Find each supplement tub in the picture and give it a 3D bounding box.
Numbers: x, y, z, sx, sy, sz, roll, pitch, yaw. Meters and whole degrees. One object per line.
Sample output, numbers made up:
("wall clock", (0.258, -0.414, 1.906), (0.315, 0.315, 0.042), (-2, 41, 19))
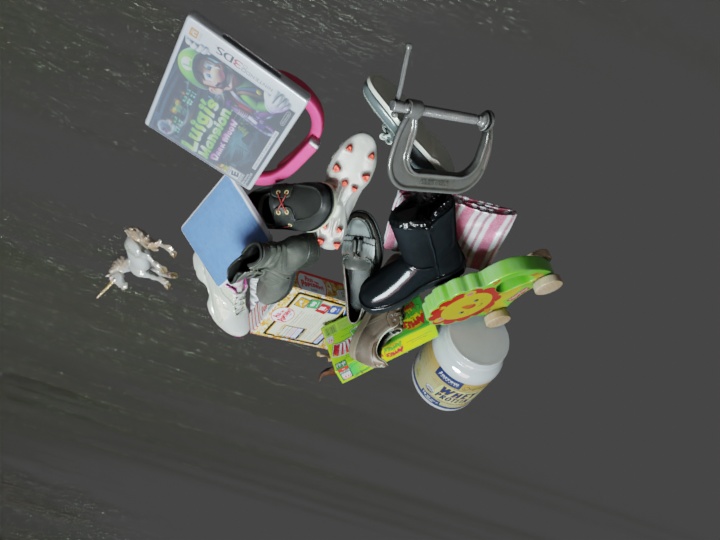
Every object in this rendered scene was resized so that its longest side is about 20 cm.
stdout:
("supplement tub", (0.191, 0.170, 1.113), (0.141, 0.147, 0.202), (15, 144, -5))

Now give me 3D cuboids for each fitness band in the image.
("fitness band", (-0.141, -0.205, 0.849), (0.142, 0.038, 0.198), (35, 134, -25))

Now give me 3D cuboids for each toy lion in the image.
("toy lion", (0.207, 0.036, 0.965), (0.188, 0.070, 0.200), (4, 148, -36))

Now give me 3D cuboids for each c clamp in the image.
("c clamp", (0.110, -0.180, 0.757), (0.196, 0.027, 0.175), (4, 116, -35))

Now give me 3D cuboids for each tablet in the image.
("tablet", (-0.228, -0.062, 0.965), (0.199, 0.014, 0.132), (-33, 91, 44))

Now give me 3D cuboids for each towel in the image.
("towel", (0.142, -0.063, 0.952), (0.194, 0.030, 0.148), (13, 141, -2))

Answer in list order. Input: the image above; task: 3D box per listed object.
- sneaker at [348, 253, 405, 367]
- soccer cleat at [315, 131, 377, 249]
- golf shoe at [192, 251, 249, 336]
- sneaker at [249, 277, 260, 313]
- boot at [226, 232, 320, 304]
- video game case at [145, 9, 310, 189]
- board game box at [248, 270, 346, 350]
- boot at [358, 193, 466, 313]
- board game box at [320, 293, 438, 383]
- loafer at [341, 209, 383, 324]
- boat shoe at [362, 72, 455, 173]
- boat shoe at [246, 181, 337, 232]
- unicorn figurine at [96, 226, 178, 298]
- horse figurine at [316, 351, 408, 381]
("sneaker", (0.052, 0.073, 1.004), (0.074, 0.204, 0.070), (20, 170, 24))
("soccer cleat", (-0.028, -0.127, 0.894), (0.068, 0.078, 0.203), (16, 120, -10))
("golf shoe", (-0.247, 0.044, 1.085), (0.090, 0.075, 0.204), (7, 127, 40))
("sneaker", (-0.170, 0.028, 1.102), (0.086, 0.082, 0.202), (-1, 145, -13))
("boot", (-0.162, 0.000, 0.926), (0.128, 0.069, 0.200), (-10, 158, -39))
("video game case", (-0.190, -0.224, 0.801), (0.179, 0.024, 0.200), (31, 136, -17))
("board game box", (-0.092, 0.080, 1.098), (0.197, 0.047, 0.151), (18, 131, -36))
("boot", (0.067, -0.030, 0.902), (0.196, 0.078, 0.170), (-22, 138, 5))
("board game box", (0.034, 0.114, 1.063), (0.196, 0.103, 0.048), (-26, 139, 0))
("loafer", (0.000, 0.000, 0.991), (0.070, 0.063, 0.205), (8, 122, 14))
("boat shoe", (0.058, -0.184, 0.799), (0.061, 0.074, 0.199), (-24, 134, 30))
("boat shoe", (-0.113, -0.097, 0.892), (0.062, 0.076, 0.198), (-1, -179, -43))
("unicorn figurine", (-0.429, -0.014, 1.124), (0.134, 0.074, 0.203), (23, 125, 0))
("horse figurine", (-0.008, 0.183, 1.249), (0.131, 0.051, 0.199), (22, 134, -40))
